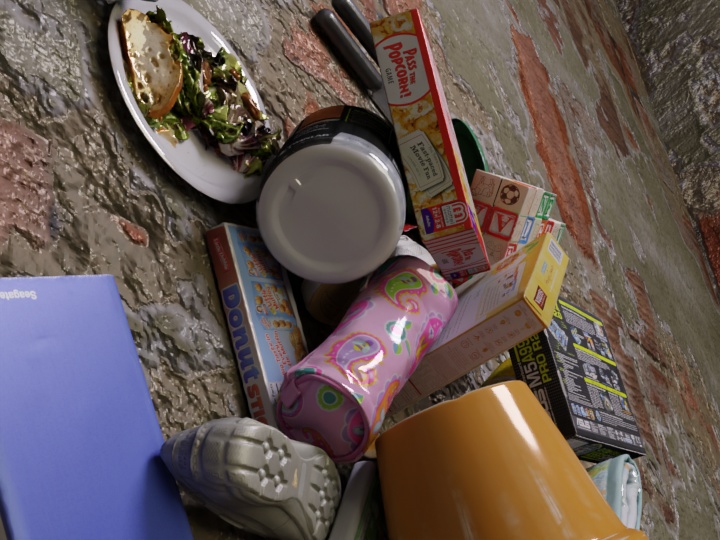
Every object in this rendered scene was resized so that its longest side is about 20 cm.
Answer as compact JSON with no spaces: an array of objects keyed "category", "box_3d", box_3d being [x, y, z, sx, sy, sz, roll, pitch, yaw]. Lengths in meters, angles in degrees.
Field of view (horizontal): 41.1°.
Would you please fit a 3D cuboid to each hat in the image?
[{"category":"hat","box_3d":[0.046,-0.081,1.102,0.200,0.175,0.167,111,-35,-72]}]

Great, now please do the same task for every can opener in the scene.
[{"category":"can opener","box_3d":[0.015,-0.248,1.167,0.200,0.053,0.067,48,-1,-29]}]

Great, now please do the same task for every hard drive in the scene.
[{"category":"hard drive","box_3d":[-0.169,0.101,0.563,0.132,0.025,0.201,-2,70,-61]}]

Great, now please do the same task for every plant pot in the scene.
[{"category":"plant pot","box_3d":[0.098,0.189,0.704,0.200,0.200,0.184,9,55,-58]}]

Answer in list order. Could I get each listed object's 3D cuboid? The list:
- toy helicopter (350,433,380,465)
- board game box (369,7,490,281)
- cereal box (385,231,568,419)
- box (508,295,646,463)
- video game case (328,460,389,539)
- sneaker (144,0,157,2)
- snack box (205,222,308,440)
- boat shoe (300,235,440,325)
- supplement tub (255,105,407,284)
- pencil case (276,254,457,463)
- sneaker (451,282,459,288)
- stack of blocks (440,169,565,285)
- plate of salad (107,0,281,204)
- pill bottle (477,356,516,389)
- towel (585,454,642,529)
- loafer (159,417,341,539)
[{"category":"toy helicopter","box_3d":[0.043,0.174,0.828,0.200,0.079,0.133,45,30,-31]},{"category":"board game box","box_3d":[0.063,-0.105,0.852,0.152,0.046,0.201,45,31,-72]},{"category":"cereal box","box_3d":[0.091,0.053,0.873,0.040,0.200,0.144,50,30,-9]},{"category":"box","box_3d":[0.215,0.109,0.973,0.200,0.044,0.161,23,47,-53]},{"category":"video game case","box_3d":[0.012,0.275,0.702,0.200,0.022,0.183,-67,141,-56]},{"category":"sneaker","box_3d":[-0.155,-0.271,0.789,0.199,0.084,0.121,-1,45,-53]},{"category":"snack box","box_3d":[-0.071,0.060,0.770,0.072,0.024,0.201,9,60,-58]},{"category":"boat shoe","box_3d":[0.000,0.000,0.912,0.069,0.071,0.200,47,27,20]},{"category":"supplement tub","box_3d":[-0.018,-0.076,0.844,0.123,0.122,0.200,58,14,-14]},{"category":"pencil case","box_3d":[0.008,0.063,0.769,0.088,0.087,0.200,57,37,-15]},{"category":"sneaker","box_3d":[0.126,0.047,1.105,0.077,0.073,0.200,44,23,-6]},{"category":"stack of blocks","box_3d":[0.163,-0.037,1.032,0.200,0.058,0.116,2,108,-65]},{"category":"plate of salad","box_3d":[-0.131,-0.153,0.813,0.200,0.048,0.201,42,35,-38]},{"category":"pill bottle","box_3d":[0.183,0.153,1.050,0.113,0.112,0.200,64,27,-1]},{"category":"towel","box_3d":[0.170,0.256,0.881,0.048,0.171,0.200,58,29,-9]},{"category":"loafer","box_3d":[-0.067,0.146,0.662,0.200,0.069,0.070,57,39,-56]}]
